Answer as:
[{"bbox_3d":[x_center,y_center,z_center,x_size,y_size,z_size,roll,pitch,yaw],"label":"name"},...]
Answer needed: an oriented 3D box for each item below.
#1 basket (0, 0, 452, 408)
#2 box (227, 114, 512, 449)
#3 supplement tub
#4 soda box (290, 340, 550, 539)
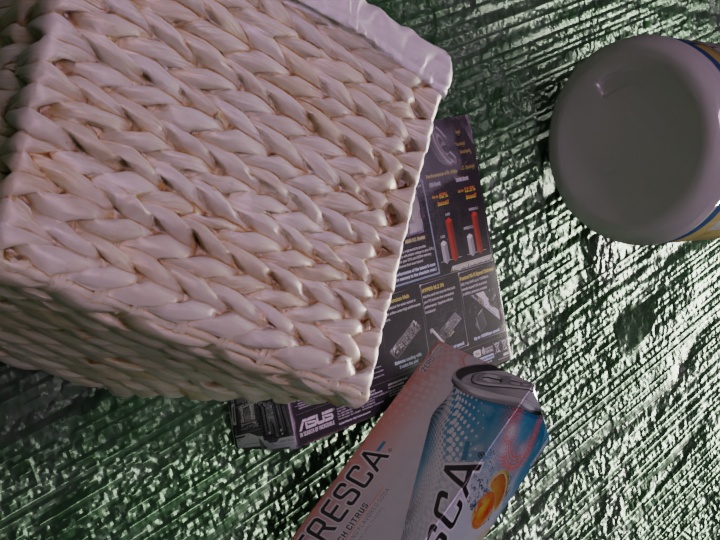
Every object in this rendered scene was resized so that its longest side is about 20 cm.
[{"bbox_3d":[-0.104,-0.045,0.533,0.200,0.198,0.161,26,69,-43],"label":"basket"},{"bbox_3d":[0.000,0.000,0.746,0.200,0.050,0.158,-17,97,-47],"label":"box"},{"bbox_3d":[0.247,-0.094,0.953,0.200,0.144,0.145,-6,90,-47],"label":"supplement tub"},{"bbox_3d":[0.019,0.139,0.696,0.200,0.068,0.064,-52,145,-21],"label":"soda box"}]
